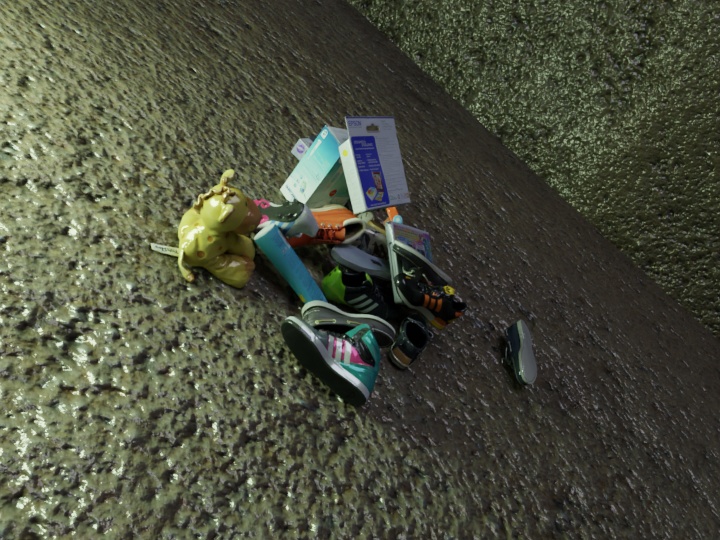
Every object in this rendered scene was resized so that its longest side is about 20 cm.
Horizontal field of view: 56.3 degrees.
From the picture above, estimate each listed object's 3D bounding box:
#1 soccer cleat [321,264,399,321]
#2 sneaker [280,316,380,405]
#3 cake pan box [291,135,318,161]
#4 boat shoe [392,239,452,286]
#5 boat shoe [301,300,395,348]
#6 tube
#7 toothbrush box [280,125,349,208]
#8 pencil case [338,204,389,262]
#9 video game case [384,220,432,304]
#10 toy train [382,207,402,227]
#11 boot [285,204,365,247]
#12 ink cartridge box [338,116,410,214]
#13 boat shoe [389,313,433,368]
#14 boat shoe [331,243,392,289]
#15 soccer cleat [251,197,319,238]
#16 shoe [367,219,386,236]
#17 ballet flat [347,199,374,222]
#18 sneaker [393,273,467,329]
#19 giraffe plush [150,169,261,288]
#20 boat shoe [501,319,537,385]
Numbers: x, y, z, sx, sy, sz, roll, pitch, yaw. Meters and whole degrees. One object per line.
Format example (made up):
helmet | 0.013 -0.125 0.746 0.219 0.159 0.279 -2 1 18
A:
soccer cleat | 0.012 0.050 1.398 0.198 0.081 0.068 23 33 -31
sneaker | -0.038 0.128 1.190 0.200 0.083 0.121 45 49 -7
cake pan box | -0.070 -0.277 1.798 0.200 0.052 0.184 47 27 12
boat shoe | 0.128 -0.002 1.481 0.199 0.061 0.074 34 4 -46
boat shoe | -0.020 0.118 1.280 0.199 0.072 0.061 18 39 -24
tube | -0.127 0.003 1.301 0.201 0.050 0.078 55 29 -17
toothbrush box | -0.069 -0.225 1.564 0.146 0.200 0.086 -3 52 -53
pencil case | 0.005 -0.062 1.557 0.199 0.090 0.078 33 0 -15
video game case | 0.121 -0.011 1.557 0.199 0.023 0.185 9 71 -59
toy train | 0.066 -0.144 1.665 0.200 0.055 0.152 7 62 -87
boot | -0.085 -0.086 1.405 0.198 0.076 0.107 -19 33 -30
ink cartridge box | 0.030 -0.235 1.488 0.197 0.047 0.203 -17 93 -54
boat shoe | 0.116 0.138 1.422 0.074 0.062 0.200 41 26 2
boat shoe | -0.001 -0.002 1.471 0.198 0.068 0.074 15 34 -51
soccer cleat | -0.165 -0.095 1.338 0.086 0.198 0.070 49 61 -37
shoe | 0.085 -0.055 1.642 0.199 0.054 0.070 33 9 -30
ballet flat | 0.004 -0.137 1.673 0.067 0.064 0.201 28 31 -27
sneaker | 0.153 0.050 1.452 0.200 0.090 0.071 39 29 -38
giraffe plush | -0.245 -0.085 1.185 0.199 0.162 0.173 0 48 -51
boat shoe | 0.386 0.205 1.655 0.075 0.061 0.201 43 33 -30
